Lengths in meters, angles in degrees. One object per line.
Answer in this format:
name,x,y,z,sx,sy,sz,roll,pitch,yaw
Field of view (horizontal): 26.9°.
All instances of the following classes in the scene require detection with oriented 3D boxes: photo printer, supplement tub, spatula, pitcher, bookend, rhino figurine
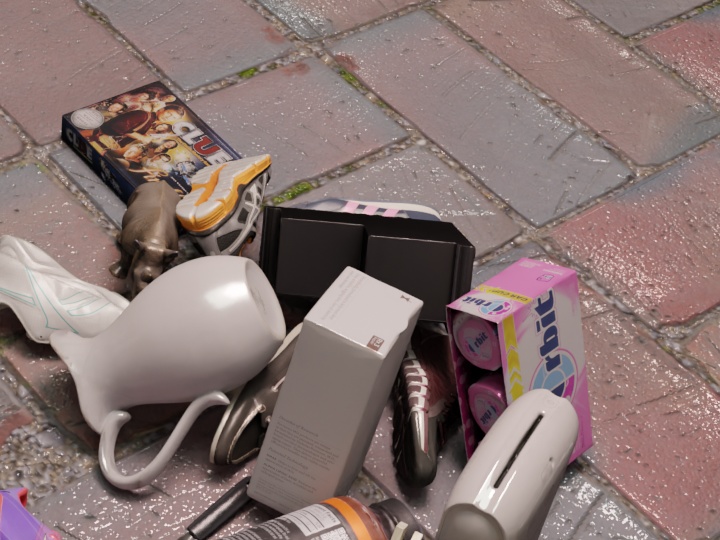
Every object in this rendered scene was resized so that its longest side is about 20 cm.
photo printer,0.116,0.206,1.270,0.069,0.201,0.166,27,45,15
supplement tub,-0.044,0.253,1.250,0.199,0.107,0.107,-15,49,-28
spatula,-0.155,0.235,1.302,0.056,0.021,0.200,43,47,12
pitcher,-0.164,0.089,1.352,0.199,0.121,0.173,-25,69,11
bookend,0.000,0.000,1.461,0.197,0.093,0.200,5,8,-4
rhino figurine,-0.209,-0.026,1.480,0.059,0.088,0.200,21,20,-15

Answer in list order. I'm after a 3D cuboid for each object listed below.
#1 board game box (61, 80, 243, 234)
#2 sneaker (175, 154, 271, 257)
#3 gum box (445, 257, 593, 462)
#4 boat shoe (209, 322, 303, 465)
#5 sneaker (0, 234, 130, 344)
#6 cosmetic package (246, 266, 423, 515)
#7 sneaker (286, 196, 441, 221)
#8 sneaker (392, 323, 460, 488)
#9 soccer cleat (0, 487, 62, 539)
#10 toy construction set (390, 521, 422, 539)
board game box,-0.219,-0.125,1.659,0.135,0.035,0.200,-26,55,-35
sneaker,-0.134,-0.063,1.542,0.078,0.078,0.200,-13,20,20
gum box,0.150,0.105,1.394,0.066,0.201,0.113,15,35,43
boat shoe,-0.073,0.118,1.415,0.057,0.067,0.200,21,39,15
sneaker,-0.275,0.045,1.452,0.199,0.070,0.081,28,78,1
cosmetic package,-0.023,0.113,1.319,0.081,0.201,0.113,23,28,10
sneaker,0.001,-0.029,1.586,0.198,0.070,0.082,-3,43,-15
sneaker,0.091,0.126,1.442,0.115,0.076,0.201,8,42,-10
soccer cleat,-0.260,0.253,1.229,0.073,0.069,0.200,-20,50,-36
toy construction set,0.077,0.287,1.159,0.199,0.132,0.092,28,25,24
